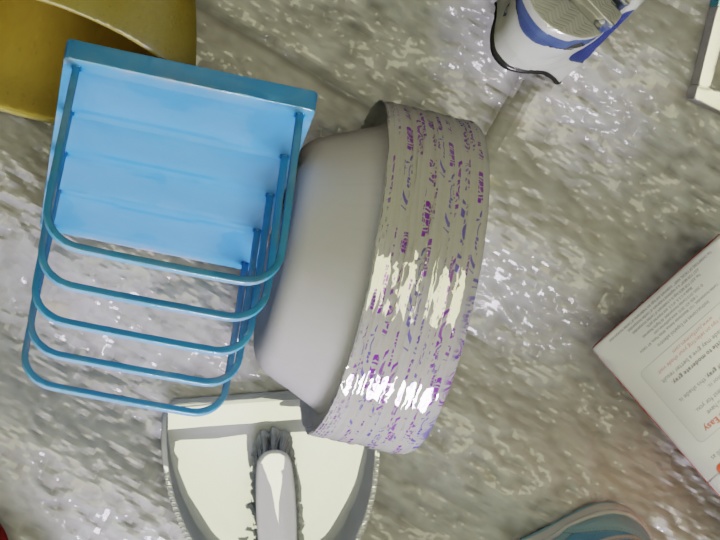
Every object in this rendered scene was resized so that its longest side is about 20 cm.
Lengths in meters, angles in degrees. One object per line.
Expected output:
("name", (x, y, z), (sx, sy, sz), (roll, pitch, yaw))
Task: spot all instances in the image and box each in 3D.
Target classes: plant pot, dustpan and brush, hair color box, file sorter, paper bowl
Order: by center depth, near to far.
("file sorter", (-0.116, -0.015, 1.059), (0.138, 0.200, 0.124), (11, 62, -9))
("plant pot", (-0.178, -0.185, 1.071), (0.199, 0.200, 0.143), (15, 74, -9))
("paper bowl", (0.000, 0.000, 1.092), (0.104, 0.201, 0.202), (12, 94, -8))
("hair color box", (0.253, 0.087, 1.169), (0.111, 0.064, 0.200), (-42, 81, 10))
("dustpan and brush", (-0.052, 0.181, 1.175), (0.138, 0.057, 0.202), (-4, 96, -7))

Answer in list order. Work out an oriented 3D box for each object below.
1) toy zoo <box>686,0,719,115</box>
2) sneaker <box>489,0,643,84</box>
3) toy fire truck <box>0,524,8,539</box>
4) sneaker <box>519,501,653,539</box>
("toy zoo", (0.290, -0.163, 1.205), (0.130, 0.020, 0.202), (12, 94, -9))
("sneaker", (0.141, -0.183, 1.155), (0.199, 0.115, 0.081), (-39, 90, -32))
("toy fire truck", (-0.283, 0.242, 1.136), (0.167, 0.112, 0.201), (-27, 98, 15))
("sneaker", (0.107, 0.221, 1.165), (0.199, 0.131, 0.080), (-33, 100, -3))
